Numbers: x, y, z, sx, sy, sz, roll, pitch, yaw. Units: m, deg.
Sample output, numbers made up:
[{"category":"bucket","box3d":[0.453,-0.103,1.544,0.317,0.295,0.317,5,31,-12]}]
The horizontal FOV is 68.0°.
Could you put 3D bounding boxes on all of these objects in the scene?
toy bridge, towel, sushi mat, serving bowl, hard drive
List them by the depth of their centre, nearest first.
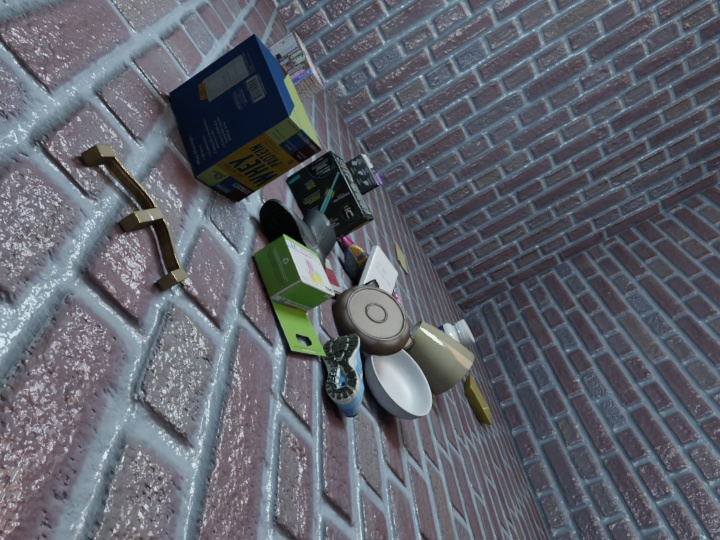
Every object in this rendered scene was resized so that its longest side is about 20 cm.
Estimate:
[{"category":"toy bridge","box3d":[-0.279,-0.066,0.688,0.201,0.027,0.067,61,12,-7]},{"category":"serving bowl","box3d":[0.079,0.269,1.263,0.199,0.066,0.201,36,28,-22]},{"category":"towel","box3d":[-0.108,-0.032,1.307,0.201,0.023,0.144,66,13,16]},{"category":"hard drive","box3d":[0.046,0.048,1.533,0.132,0.026,0.201,52,44,-36]},{"category":"sushi mat","box3d":[0.199,-0.058,2.594,0.096,0.012,0.200,57,13,-25]}]

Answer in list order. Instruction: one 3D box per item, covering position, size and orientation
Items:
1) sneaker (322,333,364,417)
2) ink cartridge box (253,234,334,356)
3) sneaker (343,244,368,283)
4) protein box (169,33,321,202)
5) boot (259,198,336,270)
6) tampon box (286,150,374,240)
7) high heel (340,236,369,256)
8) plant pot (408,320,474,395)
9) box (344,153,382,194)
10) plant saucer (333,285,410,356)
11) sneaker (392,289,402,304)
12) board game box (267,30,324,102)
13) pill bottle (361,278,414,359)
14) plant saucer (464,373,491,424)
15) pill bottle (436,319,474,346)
[{"category":"sneaker","box3d":[-0.031,0.206,1.051,0.201,0.078,0.091,-89,166,-57]},{"category":"ink cartridge box","box3d":[-0.105,0.052,1.008,0.201,0.075,0.148,64,13,21]},{"category":"sneaker","box3d":[0.000,0.000,1.594,0.201,0.075,0.088,61,-2,-29]},{"category":"protein box","box3d":[-0.214,-0.276,0.992,0.200,0.199,0.135,66,14,20]},{"category":"boot","box3d":[-0.132,-0.094,1.166,0.201,0.076,0.169,53,22,-21]},{"category":"tampon box","box3d":[-0.080,-0.195,1.465,0.201,0.149,0.126,63,13,5]},{"category":"high heel","box3d":[0.015,-0.057,1.673,0.200,0.096,0.068,52,16,-39]},{"category":"plant pot","box3d":[0.238,0.268,1.752,0.200,0.187,0.187,47,14,-4]},{"category":"box","box3d":[-0.047,-0.257,1.612,0.107,0.199,0.122,60,13,-5]},{"category":"plant saucer","box3d":[0.034,0.109,1.272,0.198,0.032,0.201,15,45,-15]},{"category":"sneaker","box3d":[0.069,0.055,1.737,0.095,0.079,0.201,21,40,-54]},{"category":"board game box","box3d":[-0.241,-0.679,1.822,0.201,0.158,0.097,67,14,21]},{"category":"pill bottle","box3d":[0.051,0.130,1.393,0.201,0.111,0.112,61,13,-3]},{"category":"plant saucer","box3d":[0.535,0.599,2.469,0.201,0.048,0.200,63,13,-1]},{"category":"pill bottle","box3d":[0.296,0.258,1.892,0.120,0.199,0.120,57,13,-21]}]
